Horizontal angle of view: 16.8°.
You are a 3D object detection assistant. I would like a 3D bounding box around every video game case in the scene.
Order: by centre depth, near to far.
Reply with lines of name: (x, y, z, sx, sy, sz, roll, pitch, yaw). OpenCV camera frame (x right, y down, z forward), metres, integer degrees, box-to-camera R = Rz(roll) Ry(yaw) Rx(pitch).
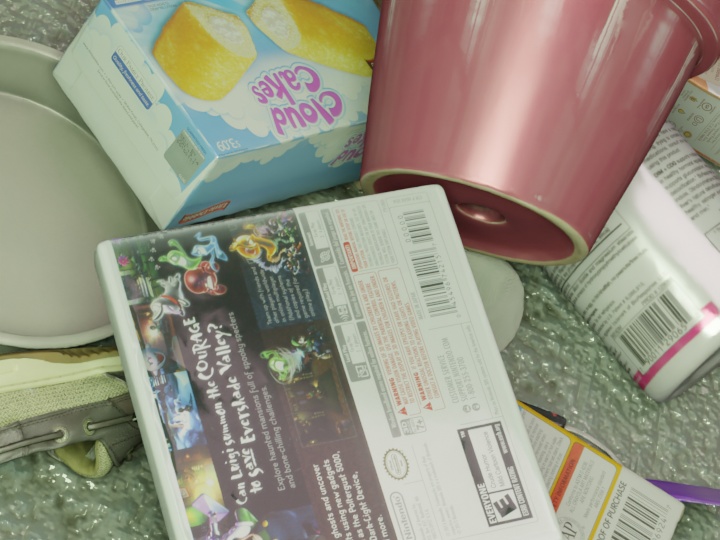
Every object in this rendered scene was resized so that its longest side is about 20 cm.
video game case: (-0.017, 0.061, 1.171, 0.181, 0.023, 0.201, -10, 65, -17)

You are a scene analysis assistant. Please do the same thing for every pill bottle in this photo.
pill bottle: (0.153, -0.032, 1.428, 0.113, 0.113, 0.200, -30, 76, -38)

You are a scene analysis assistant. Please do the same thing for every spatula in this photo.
spatula: (0.126, 0.099, 1.373, 0.199, 0.057, 0.021, 24, 94, -2)

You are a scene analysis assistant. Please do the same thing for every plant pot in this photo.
plant pot: (0.087, -0.108, 1.296, 0.199, 0.200, 0.180, 22, 75, -12)

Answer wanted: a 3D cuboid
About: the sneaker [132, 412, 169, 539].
sneaker: (-0.080, 0.095, 1.211, 0.089, 0.078, 0.201, 19, 73, -32)

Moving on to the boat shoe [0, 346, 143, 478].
boat shoe: (-0.141, 0.073, 1.241, 0.200, 0.072, 0.066, -3, 85, -43)

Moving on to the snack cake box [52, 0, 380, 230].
snack cake box: (-0.059, -0.102, 1.367, 0.200, 0.067, 0.115, -18, 65, -49)

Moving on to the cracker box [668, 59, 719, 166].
cracker box: (0.286, -0.113, 1.591, 0.199, 0.058, 0.134, 29, 50, -7)

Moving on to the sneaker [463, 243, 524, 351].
sneaker: (0.000, 0.000, 1.365, 0.199, 0.076, 0.088, 11, 15, -34)

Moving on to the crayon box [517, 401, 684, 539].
crayon box: (0.062, 0.128, 1.302, 0.199, 0.052, 0.126, 33, 49, -4)

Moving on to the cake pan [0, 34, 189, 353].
cake pan: (-0.190, -0.037, 1.306, 0.199, 0.037, 0.201, 14, 53, -19)

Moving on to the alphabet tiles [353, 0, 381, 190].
alphabet tiles: (0.021, -0.128, 1.500, 0.167, 0.008, 0.200, -26, 73, -38)
